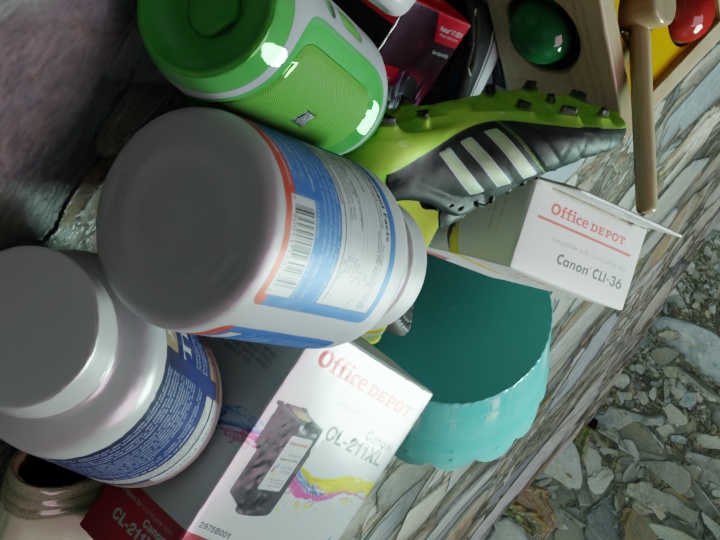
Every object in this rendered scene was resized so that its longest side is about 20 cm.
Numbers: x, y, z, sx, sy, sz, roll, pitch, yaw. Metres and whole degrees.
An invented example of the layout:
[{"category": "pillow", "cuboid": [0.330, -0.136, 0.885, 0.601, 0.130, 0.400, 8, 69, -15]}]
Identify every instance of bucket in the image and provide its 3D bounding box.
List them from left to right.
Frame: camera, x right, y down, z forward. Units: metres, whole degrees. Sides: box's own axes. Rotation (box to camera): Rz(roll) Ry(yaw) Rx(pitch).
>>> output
[{"category": "bucket", "cuboid": [0.080, 0.063, 1.257, 0.207, 0.207, 0.135, -45, 160, -19]}]

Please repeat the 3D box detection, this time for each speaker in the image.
[{"category": "speaker", "cuboid": [-0.046, -0.115, 0.749, 0.089, 0.088, 0.200, -53, 163, 5]}]

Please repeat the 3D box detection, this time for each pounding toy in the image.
[{"category": "pounding toy", "cuboid": [0.183, -0.180, 0.984, 0.200, 0.141, 0.185, -44, 133, -31]}]

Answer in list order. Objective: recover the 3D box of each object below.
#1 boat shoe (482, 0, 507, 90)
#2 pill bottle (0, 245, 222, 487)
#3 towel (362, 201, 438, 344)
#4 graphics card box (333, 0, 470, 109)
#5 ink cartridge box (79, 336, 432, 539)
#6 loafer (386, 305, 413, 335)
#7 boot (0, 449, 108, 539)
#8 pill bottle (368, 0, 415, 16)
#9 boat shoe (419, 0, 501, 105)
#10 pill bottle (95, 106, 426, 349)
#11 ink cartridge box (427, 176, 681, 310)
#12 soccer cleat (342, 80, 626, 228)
[{"category": "boat shoe", "cuboid": [0.129, -0.166, 1.108, 0.065, 0.073, 0.200, -48, 158, -20]}, {"category": "pill bottle", "cuboid": [-0.151, 0.053, 0.771, 0.111, 0.111, 0.200, -49, 163, -7]}, {"category": "towel", "cuboid": [0.000, 0.000, 0.992, 0.085, 0.018, 0.201, -5, 149, -21]}, {"category": "graphics card box", "cuboid": [-0.016, -0.101, 0.917, 0.201, 0.051, 0.125, -55, 164, 14]}, {"category": "ink cartridge box", "cuboid": [-0.064, 0.122, 0.917, 0.201, 0.083, 0.146, -56, 139, -1]}, {"category": "loafer", "cuboid": [-0.014, -0.002, 1.083, 0.200, 0.070, 0.074, 61, 33, -56]}, {"category": "boot", "cuboid": [-0.187, 0.157, 0.966, 0.200, 0.072, 0.155, -26, 147, -55]}, {"category": "pill bottle", "cuboid": [0.034, -0.234, 0.665, 0.201, 0.111, 0.111, -54, 163, 7]}, {"category": "boat shoe", "cuboid": [0.044, -0.107, 0.996, 0.066, 0.070, 0.201, 26, 89, -62]}, {"category": "pill bottle", "cuboid": [-0.042, -0.015, 0.758, 0.113, 0.112, 0.200, -55, 154, 10]}, {"category": "ink cartridge box", "cuboid": [0.123, -0.026, 1.019, 0.116, 0.199, 0.068, 19, 88, -32]}, {"category": "soccer cleat", "cuboid": [0.078, -0.073, 0.897, 0.198, 0.068, 0.082, -7, 119, -20]}]
